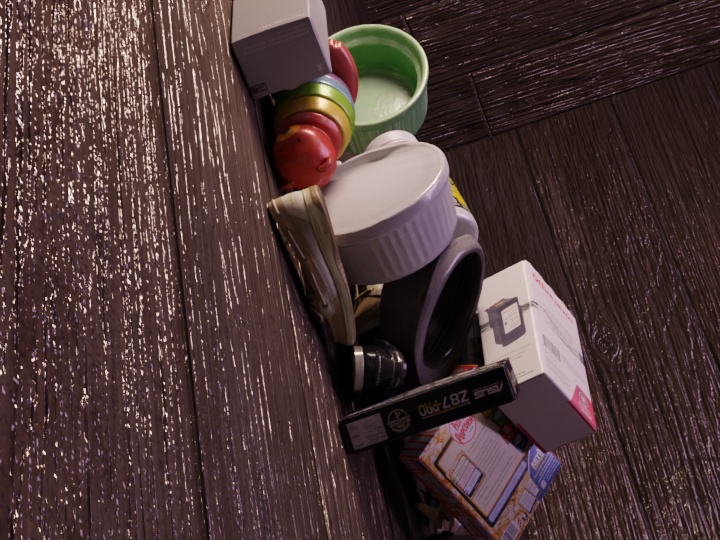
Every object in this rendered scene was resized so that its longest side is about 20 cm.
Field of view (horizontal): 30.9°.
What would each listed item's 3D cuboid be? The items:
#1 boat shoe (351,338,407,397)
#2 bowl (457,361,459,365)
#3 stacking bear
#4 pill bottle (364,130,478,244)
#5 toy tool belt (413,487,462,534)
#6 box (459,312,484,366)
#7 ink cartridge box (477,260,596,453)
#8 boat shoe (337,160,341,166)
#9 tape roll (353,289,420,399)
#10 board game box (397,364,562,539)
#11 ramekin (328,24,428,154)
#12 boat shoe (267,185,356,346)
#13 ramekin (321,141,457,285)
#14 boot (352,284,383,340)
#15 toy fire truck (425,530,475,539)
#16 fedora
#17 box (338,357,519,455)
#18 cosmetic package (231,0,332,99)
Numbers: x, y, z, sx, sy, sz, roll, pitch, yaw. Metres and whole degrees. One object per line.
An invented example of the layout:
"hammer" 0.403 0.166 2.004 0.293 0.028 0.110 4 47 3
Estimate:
"boat shoe" 0.021 0.119 1.593 0.200 0.067 0.072 144 -58 -87
"bowl" 0.112 0.068 1.828 0.201 0.039 0.202 179 -90 -89
"stacking bear" -0.062 -0.177 1.617 0.114 0.121 0.201 58 24 -34
"pill bottle" 0.074 -0.097 1.774 0.200 0.112 0.113 64 0 41
"toy tool belt" 0.139 0.318 1.803 0.200 0.124 0.124 -166 -93 -80
"box" 0.160 0.155 1.830 0.159 0.046 0.201 -108 -166 -88
"ink cartridge box" 0.226 0.110 1.695 0.145 0.084 0.201 46 28 -36
"boat shoe" -0.036 -0.117 1.775 0.201 0.070 0.072 -28 102 -81
"tape roll" 0.051 0.104 1.911 0.200 0.065 0.201 -19 90 -82
"board game box" 0.157 0.242 1.668 0.200 0.046 0.152 49 61 -24
"ramekin" 0.013 -0.278 2.043 0.098 0.199 0.201 73 3 -58
"boat shoe" -0.051 0.001 1.495 0.073 0.063 0.202 -104 179 -59
"ramekin" 0.028 -0.066 1.606 0.203 0.201 0.095 -95 161 -59
"boot" 0.000 0.000 1.740 0.155 0.072 0.200 57 33 -6
"toy fire truck" 0.170 0.459 1.797 0.176 0.128 0.201 39 46 -77
"fedora" 0.081 0.043 1.646 0.177 0.090 0.201 -6 114 -63
"box" 0.084 0.156 1.517 0.161 0.199 0.049 -1 71 -83
"cosmetic package" -0.099 -0.303 1.620 0.200 0.106 0.091 -99 168 -59
